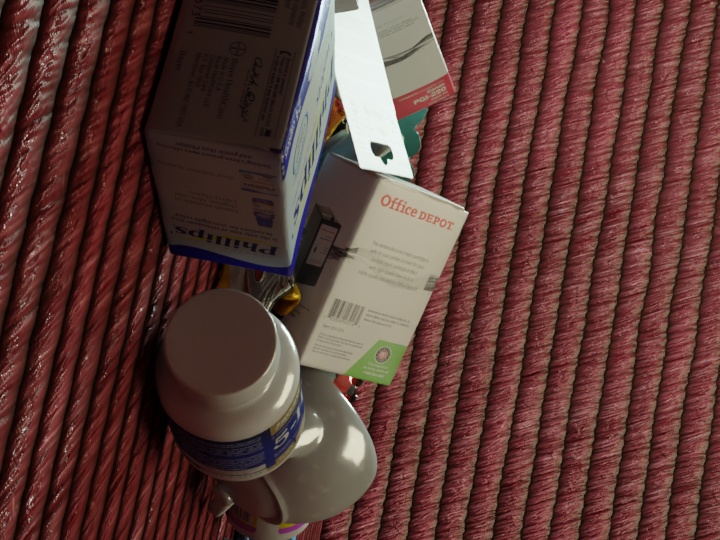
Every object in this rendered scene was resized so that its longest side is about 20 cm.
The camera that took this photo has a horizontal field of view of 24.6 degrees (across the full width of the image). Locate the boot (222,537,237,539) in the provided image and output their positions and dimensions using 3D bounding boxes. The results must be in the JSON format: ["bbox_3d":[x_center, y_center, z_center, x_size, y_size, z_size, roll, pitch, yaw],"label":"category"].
[{"bbox_3d":[-0.098,0.399,1.888,0.200,0.168,0.077,-74,173,-50],"label":"boot"}]

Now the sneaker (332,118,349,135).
[{"bbox_3d":[-0.044,-0.201,1.926,0.112,0.073,0.201,62,30,-78],"label":"sneaker"}]

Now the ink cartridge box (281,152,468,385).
[{"bbox_3d":[0.000,0.000,1.653,0.145,0.084,0.201,18,99,-46],"label":"ink cartridge box"}]

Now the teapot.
[{"bbox_3d":[-0.091,0.187,1.672,0.146,0.197,0.200,-39,130,-23],"label":"teapot"}]

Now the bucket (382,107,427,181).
[{"bbox_3d":[0.013,-0.207,2.078,0.207,0.134,0.208,-169,-90,-88],"label":"bucket"}]

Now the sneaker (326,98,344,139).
[{"bbox_3d":[-0.049,-0.166,1.819,0.073,0.077,0.201,-70,176,-72],"label":"sneaker"}]

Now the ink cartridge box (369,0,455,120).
[{"bbox_3d":[0.029,-0.292,1.873,0.200,0.085,0.146,58,9,-57],"label":"ink cartridge box"}]

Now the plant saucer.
[{"bbox_3d":[-0.046,-0.099,1.750,0.200,0.050,0.200,-36,-177,2],"label":"plant saucer"}]

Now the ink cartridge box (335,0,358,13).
[{"bbox_3d":[-0.036,-0.333,1.489,0.200,0.039,0.100,71,13,-59],"label":"ink cartridge box"}]

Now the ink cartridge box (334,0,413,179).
[{"bbox_3d":[-0.017,-0.186,1.617,0.162,0.057,0.201,2,77,-69],"label":"ink cartridge box"}]

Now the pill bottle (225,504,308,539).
[{"bbox_3d":[-0.097,0.203,1.861,0.104,0.104,0.201,-74,173,-55],"label":"pill bottle"}]

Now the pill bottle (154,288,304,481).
[{"bbox_3d":[-0.108,0.093,1.362,0.200,0.119,0.120,89,12,-68],"label":"pill bottle"}]

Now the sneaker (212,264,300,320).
[{"bbox_3d":[-0.094,0.007,1.595,0.078,0.082,0.201,89,11,-66],"label":"sneaker"}]

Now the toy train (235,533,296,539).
[{"bbox_3d":[-0.107,0.283,2.091,0.114,0.086,0.201,-85,-178,-63],"label":"toy train"}]

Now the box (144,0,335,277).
[{"bbox_3d":[-0.085,-0.124,1.253,0.200,0.105,0.184,92,9,-65],"label":"box"}]

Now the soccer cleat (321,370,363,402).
[{"bbox_3d":[-0.024,0.095,1.813,0.069,0.085,0.200,-67,172,27],"label":"soccer cleat"}]
